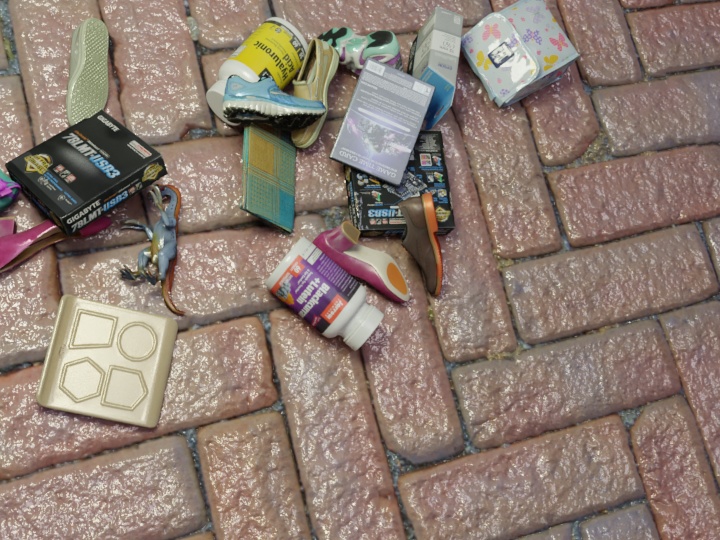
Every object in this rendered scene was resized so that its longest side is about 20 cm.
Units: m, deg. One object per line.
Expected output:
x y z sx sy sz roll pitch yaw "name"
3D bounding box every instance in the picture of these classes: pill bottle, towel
-0.060 0.046 1.639 0.199 0.111 0.112 39 65 -3 "pill bottle"
-0.192 -0.363 1.728 0.111 0.111 0.201 39 66 -3 "pill bottle"
-0.165 -0.178 1.685 0.146 0.021 0.203 28 56 -53 "towel"

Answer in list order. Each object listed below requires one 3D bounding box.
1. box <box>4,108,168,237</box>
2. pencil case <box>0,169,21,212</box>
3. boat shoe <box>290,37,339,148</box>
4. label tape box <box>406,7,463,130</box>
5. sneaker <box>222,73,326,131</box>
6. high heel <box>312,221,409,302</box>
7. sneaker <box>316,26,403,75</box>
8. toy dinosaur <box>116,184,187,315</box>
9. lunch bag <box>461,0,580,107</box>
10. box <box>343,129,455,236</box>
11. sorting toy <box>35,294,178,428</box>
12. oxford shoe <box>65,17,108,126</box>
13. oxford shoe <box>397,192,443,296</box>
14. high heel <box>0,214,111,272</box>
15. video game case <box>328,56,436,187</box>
-0.456 -0.168 1.557 0.198 0.050 0.199 -37 53 -23 "box"
-0.647 -0.177 1.525 0.200 0.092 0.085 47 48 -1 "pencil case"
-0.100 -0.330 1.732 0.076 0.071 0.203 23 76 -55 "boat shoe"
0.137 -0.385 1.827 0.065 0.143 0.203 15 69 -13 "label tape box"
-0.147 -0.304 1.644 0.198 0.078 0.091 4 73 -33 "sneaker"
0.000 0.000 1.714 0.200 0.095 0.068 41 42 -24 "high heel"
0.002 -0.393 1.817 0.078 0.198 0.141 -51 137 -25 "sneaker"
-0.347 -0.056 1.617 0.201 0.104 0.183 60 42 -36 "toy dinosaur"
0.320 -0.446 1.921 0.198 0.127 0.171 -28 81 -17 "lunch bag"
0.071 -0.166 1.778 0.197 0.050 0.201 -3 76 -18 "box"
-0.412 0.150 1.534 0.198 0.036 0.188 16 69 -18 "sorting toy"
-0.487 -0.344 1.656 0.075 0.057 0.203 11 81 -47 "oxford shoe"
0.111 -0.044 1.723 0.071 0.071 0.202 -9 113 4 "oxford shoe"
-0.509 -0.046 1.537 0.197 0.068 0.097 -3 64 -14 "high heel"
0.041 -0.274 1.731 0.141 0.019 0.202 21 85 -9 "video game case"
